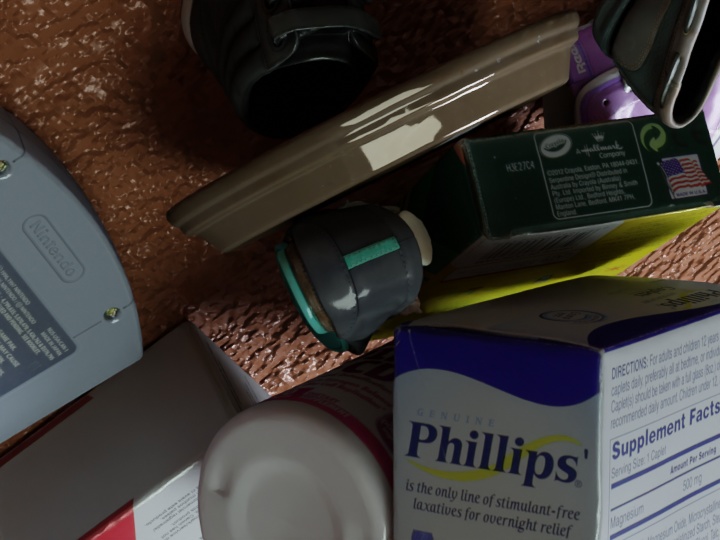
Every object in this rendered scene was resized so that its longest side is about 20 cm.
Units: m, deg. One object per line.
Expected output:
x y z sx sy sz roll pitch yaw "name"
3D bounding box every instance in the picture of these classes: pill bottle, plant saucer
0.021 0.095 0.890 0.199 0.113 0.114 -22 149 -54 "pill bottle"
0.009 -0.057 0.780 0.199 0.030 0.200 -27 -179 0 "plant saucer"

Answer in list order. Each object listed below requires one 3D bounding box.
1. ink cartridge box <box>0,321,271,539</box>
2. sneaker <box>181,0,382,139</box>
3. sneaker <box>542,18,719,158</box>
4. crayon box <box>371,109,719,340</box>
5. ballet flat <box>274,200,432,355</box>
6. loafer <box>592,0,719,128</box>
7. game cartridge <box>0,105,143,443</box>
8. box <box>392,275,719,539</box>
-0.086 0.140 0.976 0.144 0.084 0.200 -36 139 5 "ink cartridge box"
-0.019 -0.140 0.708 0.070 0.100 0.201 -6 134 -26 "sneaker"
0.154 -0.121 0.872 0.113 0.073 0.202 -2 133 -29 "sneaker"
0.078 -0.018 0.892 0.126 0.051 0.200 -9 167 -20 "crayon box"
0.000 0.000 0.817 0.073 0.074 0.200 -29 179 -3 "ballet flat"
0.164 -0.137 0.751 0.071 0.063 0.200 -12 154 -25 "loafer"
-0.179 0.003 0.807 0.133 0.042 0.201 -34 142 -5 "game cartridge"
0.105 0.113 0.823 0.183 0.104 0.203 -11 105 -55 "box"
